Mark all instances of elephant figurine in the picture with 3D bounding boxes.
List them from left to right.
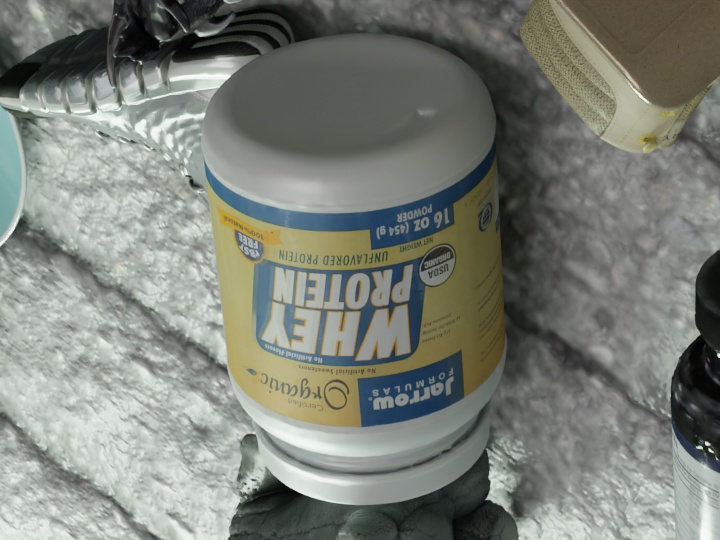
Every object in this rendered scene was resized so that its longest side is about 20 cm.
[{"bbox_3d":[-0.027,0.155,1.451,0.199,0.142,0.156,1,125,34],"label":"elephant figurine"}]

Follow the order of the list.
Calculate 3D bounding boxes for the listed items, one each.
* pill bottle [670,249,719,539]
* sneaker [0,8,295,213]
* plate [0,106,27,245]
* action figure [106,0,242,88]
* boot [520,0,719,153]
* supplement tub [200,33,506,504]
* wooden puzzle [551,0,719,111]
[{"bbox_3d":[0.201,0.089,1.241,0.111,0.112,0.201,16,127,31],"label":"pill bottle"},{"bbox_3d":[-0.106,-0.068,1.413,0.199,0.075,0.116,-2,120,39],"label":"sneaker"},{"bbox_3d":[-0.268,-0.098,1.560,0.199,0.026,0.201,21,131,26],"label":"plate"},{"bbox_3d":[-0.077,-0.176,1.283,0.200,0.119,0.102,-37,95,35],"label":"action figure"},{"bbox_3d":[0.171,-0.102,1.162,0.199,0.073,0.156,33,139,8],"label":"boot"},{"bbox_3d":[0.000,0.000,1.319,0.144,0.145,0.201,16,128,30],"label":"supplement tub"},{"bbox_3d":[0.126,-0.194,1.083,0.200,0.185,0.046,49,-178,7],"label":"wooden puzzle"}]
